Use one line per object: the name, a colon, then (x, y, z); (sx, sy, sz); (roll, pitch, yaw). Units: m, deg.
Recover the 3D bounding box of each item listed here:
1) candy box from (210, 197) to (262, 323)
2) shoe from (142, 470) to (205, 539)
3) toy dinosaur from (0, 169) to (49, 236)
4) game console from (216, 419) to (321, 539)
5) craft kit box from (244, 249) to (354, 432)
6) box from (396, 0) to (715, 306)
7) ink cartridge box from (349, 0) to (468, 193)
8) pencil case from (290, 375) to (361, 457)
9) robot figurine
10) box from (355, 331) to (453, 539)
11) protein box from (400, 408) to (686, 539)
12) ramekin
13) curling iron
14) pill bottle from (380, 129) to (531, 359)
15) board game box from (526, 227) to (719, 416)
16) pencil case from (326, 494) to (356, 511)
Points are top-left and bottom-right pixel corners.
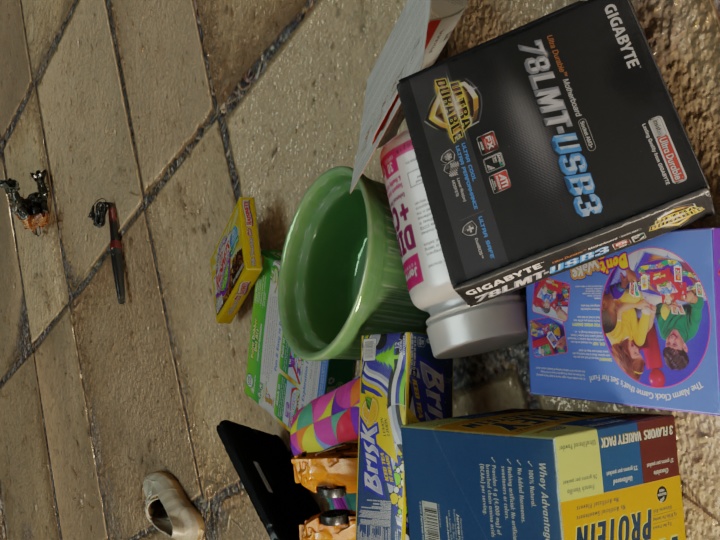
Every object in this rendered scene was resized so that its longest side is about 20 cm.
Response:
candy box: (-0.169, -0.010, 1.387); (0.200, 0.026, 0.103); (129, 139, -60)
shoe: (-0.314, 0.380, 1.660); (0.200, 0.053, 0.071); (24, 112, 54)
toy dinosaur: (-0.694, -0.136, 2.192); (0.199, 0.102, 0.137); (5, 113, 39)
game console: (-0.118, 0.312, 1.304); (0.116, 0.176, 0.200); (-47, 50, 12)
craft kit box: (-0.076, 0.098, 1.280); (0.197, 0.048, 0.202); (28, 116, 50)
box: (0.144, -0.098, 0.798); (0.197, 0.050, 0.201); (-21, 62, 17)
ink cartridge box: (0.048, -0.181, 0.978); (0.201, 0.057, 0.163); (-88, 22, -46)
pencil case: (0.001, 0.163, 1.118); (0.200, 0.088, 0.089); (-37, 63, 47)
robot figurine: (0.032, 0.228, 1.035); (0.198, 0.058, 0.146); (-4, 92, 15)
box: (0.041, 0.160, 0.961); (0.064, 0.070, 0.202); (-7, 77, 44)
protein box: (0.149, 0.223, 0.858); (0.199, 0.134, 0.200); (-9, 85, 57)
ramekin: (0.000, 0.000, 1.072); (0.200, 0.097, 0.202); (-31, 54, 54)
curling iron: (-0.445, -0.034, 1.845); (0.049, 0.026, 0.201); (-23, 74, 17)
pill bottle: (0.091, -0.028, 0.945); (0.113, 0.113, 0.202); (-31, 67, 54)
board game box: (0.215, 0.038, 0.822); (0.199, 0.044, 0.136); (-1, 91, 57)
pencil case: (0.017, 0.310, 1.106); (0.085, 0.092, 0.201); (-31, 65, 34)
